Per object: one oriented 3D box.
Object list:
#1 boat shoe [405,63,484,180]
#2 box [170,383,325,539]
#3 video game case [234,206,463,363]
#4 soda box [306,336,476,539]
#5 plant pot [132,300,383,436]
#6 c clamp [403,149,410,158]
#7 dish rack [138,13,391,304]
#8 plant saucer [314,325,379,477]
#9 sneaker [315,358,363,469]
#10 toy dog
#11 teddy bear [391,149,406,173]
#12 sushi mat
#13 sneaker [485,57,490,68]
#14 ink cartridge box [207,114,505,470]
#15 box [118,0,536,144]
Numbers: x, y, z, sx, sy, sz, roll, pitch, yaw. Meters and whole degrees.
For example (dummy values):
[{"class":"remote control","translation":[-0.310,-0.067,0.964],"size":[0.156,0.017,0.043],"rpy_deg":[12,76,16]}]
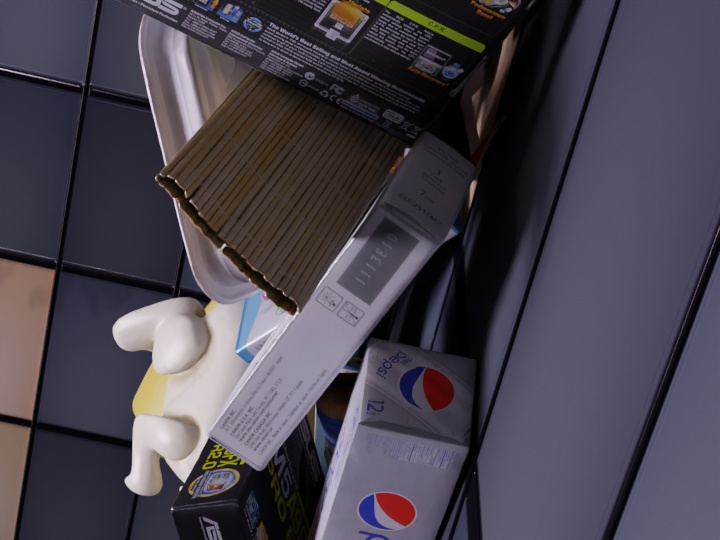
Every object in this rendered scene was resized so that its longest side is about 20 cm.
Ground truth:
[{"class":"boat shoe","translation":[0.040,-0.105,0.977],"size":[0.200,0.060,0.074],"rpy_deg":[80,173,-72]},{"class":"box","translation":[-0.053,0.191,1.015],"size":[0.160,0.044,0.201],"rpy_deg":[-64,-37,-65]},{"class":"video game case","translation":[-0.006,-0.030,1.144],"size":[0.200,0.018,0.144],"rpy_deg":[-33,31,30]},{"class":"soda box","translation":[0.011,0.133,0.917],"size":[0.068,0.063,0.201],"rpy_deg":[-82,6,-48]},{"class":"plant pot","translation":[-0.076,0.082,1.431],"size":[0.190,0.200,0.201],"rpy_deg":[-63,7,8]},{"class":"c clamp","translation":[-0.035,-0.132,1.029],"size":[0.027,0.199,0.172],"rpy_deg":[2,75,64]},{"class":"dish rack","translation":[-0.042,-0.083,0.935],"size":[0.200,0.043,0.173],"rpy_deg":[-25,-76,-59]},{"class":"plant saucer","translation":[-0.007,0.102,1.211],"size":[0.200,0.027,0.201],"rpy_deg":[2,-90,-84]},{"class":"sneaker","translation":[0.010,0.108,1.032],"size":[0.200,0.075,0.089],"rpy_deg":[-13,-72,-85]},{"class":"toy dog","translation":[-0.086,0.127,1.224],"size":[0.140,0.193,0.201],"rpy_deg":[41,-146,-52]},{"class":"teddy bear","translation":[-0.035,-0.146,1.109],"size":[0.067,0.144,0.201],"rpy_deg":[63,-176,-76]},{"class":"sushi mat","translation":[-0.032,-0.062,0.844],"size":[0.012,0.096,0.200],"rpy_deg":[-36,13,35]},{"class":"sneaker","translation":[0.042,-0.211,1.104],"size":[0.076,0.115,0.201],"rpy_deg":[114,167,-69]},{"class":"ink cartridge box","translation":[0.000,0.000,0.942],"size":[0.200,0.043,0.174],"rpy_deg":[-53,5,33]},{"class":"box","translation":[-0.008,-0.172,0.792],"size":[0.193,0.199,0.048],"rpy_deg":[-50,24,41]}]
